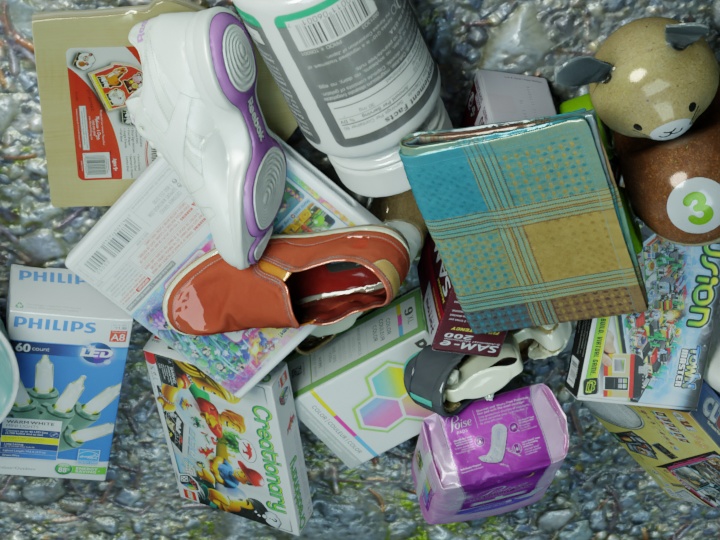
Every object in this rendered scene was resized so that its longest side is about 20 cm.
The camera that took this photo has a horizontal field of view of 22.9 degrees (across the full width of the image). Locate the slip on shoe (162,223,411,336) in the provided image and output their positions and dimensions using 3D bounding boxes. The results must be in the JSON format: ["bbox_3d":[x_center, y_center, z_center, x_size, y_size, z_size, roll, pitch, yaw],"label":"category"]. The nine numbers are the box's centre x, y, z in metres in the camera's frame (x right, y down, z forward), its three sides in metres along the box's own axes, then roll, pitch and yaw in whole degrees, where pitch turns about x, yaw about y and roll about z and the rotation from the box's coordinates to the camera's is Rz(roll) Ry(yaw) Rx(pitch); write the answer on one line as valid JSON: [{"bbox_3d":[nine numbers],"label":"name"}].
[{"bbox_3d":[-0.059,0.014,1.338,0.199,0.061,0.074,-11,121,15],"label":"slip on shoe"}]

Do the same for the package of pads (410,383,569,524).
[{"bbox_3d":[0.111,0.166,1.562,0.120,0.076,0.200,-15,163,-6],"label":"package of pads"}]

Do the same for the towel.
[{"bbox_3d":[0.122,-0.032,1.297,0.146,0.022,0.201,-7,134,19],"label":"towel"}]

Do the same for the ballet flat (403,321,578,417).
[{"bbox_3d":[0.129,0.059,1.475,0.199,0.073,0.073,-31,134,-10],"label":"ballet flat"}]

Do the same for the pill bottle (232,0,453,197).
[{"bbox_3d":[-0.009,-0.154,1.272,0.112,0.114,0.201,-19,133,10],"label":"pill bottle"}]

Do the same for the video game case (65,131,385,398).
[{"bbox_3d":[-0.101,-0.015,1.375,0.182,0.024,0.200,39,118,-16],"label":"video game case"}]

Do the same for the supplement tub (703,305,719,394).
[{"bbox_3d":[0.390,0.085,1.529,0.144,0.145,0.200,-33,129,22],"label":"supplement tub"}]

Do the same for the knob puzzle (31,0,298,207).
[{"bbox_3d":[-0.140,-0.128,1.337,0.218,0.031,0.221,-4,133,-4],"label":"knob puzzle"}]

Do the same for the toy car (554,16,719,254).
[{"bbox_3d":[0.217,-0.116,1.272,0.163,0.159,0.200,-20,155,15],"label":"toy car"}]

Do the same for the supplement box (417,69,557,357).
[{"bbox_3d":[0.100,-0.043,1.389,0.060,0.109,0.201,6,128,-12],"label":"supplement box"}]

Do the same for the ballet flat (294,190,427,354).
[{"bbox_3d":[0.000,0.000,1.447,0.068,0.073,0.200,27,124,-30],"label":"ballet flat"}]

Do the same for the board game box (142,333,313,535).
[{"bbox_3d":[-0.113,0.142,1.554,0.125,0.035,0.201,14,138,22],"label":"board game box"}]

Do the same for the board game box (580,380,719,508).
[{"bbox_3d":[0.294,0.155,1.605,0.135,0.035,0.200,9,152,46],"label":"board game box"}]

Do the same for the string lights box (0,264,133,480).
[{"bbox_3d":[-0.254,0.089,1.505,0.102,0.059,0.201,4,133,-12],"label":"string lights box"}]

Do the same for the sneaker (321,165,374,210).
[{"bbox_3d":[-0.073,-0.030,1.407,0.088,0.074,0.200,30,123,-33],"label":"sneaker"}]

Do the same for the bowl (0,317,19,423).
[{"bbox_3d":[-0.372,0.047,1.420,0.199,0.105,0.202,-4,134,-4],"label":"bowl"}]

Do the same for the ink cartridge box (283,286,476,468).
[{"bbox_3d":[0.042,0.083,1.539,0.199,0.060,0.104,-29,129,18],"label":"ink cartridge box"}]

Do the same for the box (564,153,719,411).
[{"bbox_3d":[0.240,0.010,1.453,0.109,0.035,0.202,6,104,-13],"label":"box"}]

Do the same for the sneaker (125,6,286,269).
[{"bbox_3d":[-0.112,-0.096,1.285,0.099,0.075,0.201,3,119,26],"label":"sneaker"}]
